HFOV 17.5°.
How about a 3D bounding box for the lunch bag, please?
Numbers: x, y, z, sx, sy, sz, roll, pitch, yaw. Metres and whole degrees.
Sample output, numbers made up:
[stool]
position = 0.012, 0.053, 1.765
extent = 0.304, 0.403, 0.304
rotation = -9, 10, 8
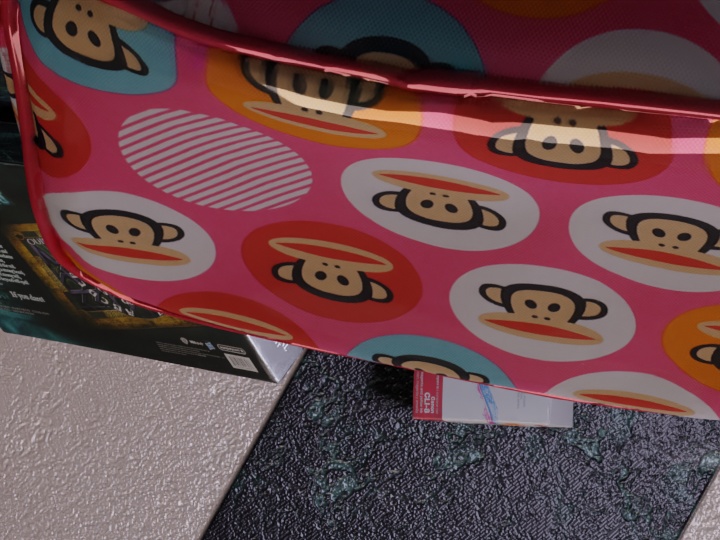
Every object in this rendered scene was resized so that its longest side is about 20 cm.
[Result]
[lunch bag]
position = 0.024, -0.026, 0.520
extent = 0.198, 0.083, 0.177
rotation = 11, 152, 5

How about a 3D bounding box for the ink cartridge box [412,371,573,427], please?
[ink cartridge box]
position = 0.188, 0.139, 3.214
extent = 0.198, 0.146, 0.145
rotation = 1, 176, 19

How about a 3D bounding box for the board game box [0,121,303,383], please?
[board game box]
position = -0.132, -0.013, 1.103
extent = 0.199, 0.028, 0.136
rotation = 8, 141, 41
